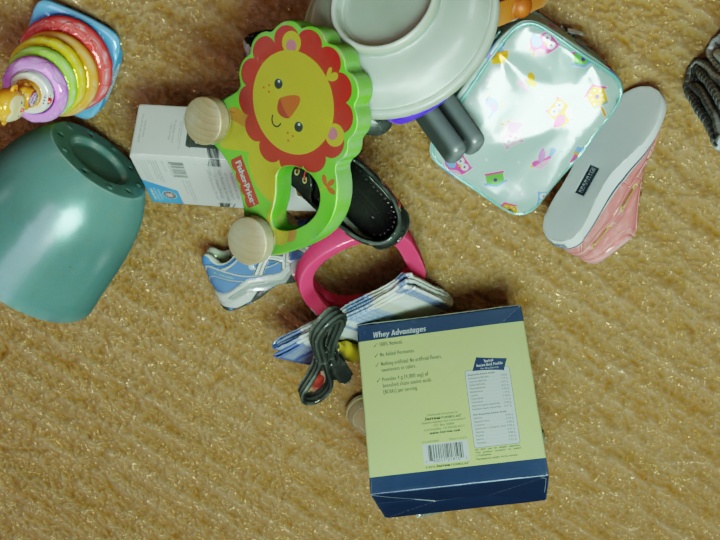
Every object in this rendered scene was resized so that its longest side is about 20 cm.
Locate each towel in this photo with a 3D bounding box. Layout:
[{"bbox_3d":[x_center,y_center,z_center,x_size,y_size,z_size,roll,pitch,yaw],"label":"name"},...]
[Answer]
[{"bbox_3d":[0.419,-0.148,0.975,0.165,0.200,0.086,32,117,-9],"label":"towel"},{"bbox_3d":[0.005,0.064,1.175,0.199,0.147,0.024,-29,67,19],"label":"towel"}]

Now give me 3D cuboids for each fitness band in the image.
[{"bbox_3d":[0.000,0.000,1.121,0.143,0.038,0.200,-24,152,5],"label":"fitness band"}]

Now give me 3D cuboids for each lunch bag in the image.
[{"bbox_3d":[0.174,-0.176,1.054,0.160,0.077,0.200,32,115,-9],"label":"lunch bag"}]

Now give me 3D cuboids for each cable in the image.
[{"bbox_3d":[-0.047,0.096,1.119,0.097,0.050,0.200,-35,153,-8],"label":"cable"}]

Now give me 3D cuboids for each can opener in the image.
[{"bbox_3d":[0.056,-0.196,1.032,0.200,0.052,0.067,54,153,17],"label":"can opener"}]

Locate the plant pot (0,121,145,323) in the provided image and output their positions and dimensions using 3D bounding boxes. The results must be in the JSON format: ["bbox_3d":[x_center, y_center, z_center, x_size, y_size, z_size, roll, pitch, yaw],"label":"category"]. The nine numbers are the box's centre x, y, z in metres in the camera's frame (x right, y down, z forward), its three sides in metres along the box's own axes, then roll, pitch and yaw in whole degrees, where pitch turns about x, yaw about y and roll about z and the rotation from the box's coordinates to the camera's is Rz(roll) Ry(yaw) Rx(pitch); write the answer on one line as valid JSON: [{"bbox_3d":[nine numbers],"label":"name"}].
[{"bbox_3d":[-0.340,-0.069,1.099,0.200,0.201,0.161,39,108,-14],"label":"plant pot"}]

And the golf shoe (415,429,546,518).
[{"bbox_3d":[0.134,0.234,1.230,0.199,0.097,0.078,-29,159,-20],"label":"golf shoe"}]

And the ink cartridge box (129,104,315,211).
[{"bbox_3d":[-0.143,-0.124,1.087,0.199,0.068,0.116,4,158,3],"label":"ink cartridge box"}]

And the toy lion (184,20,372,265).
[{"bbox_3d":[-0.065,-0.126,0.925,0.191,0.069,0.201,-19,91,33],"label":"toy lion"}]

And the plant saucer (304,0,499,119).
[{"bbox_3d":[0.029,-0.243,0.910,0.199,0.201,0.050,-19,157,15],"label":"plant saucer"}]

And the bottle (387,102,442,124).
[{"bbox_3d":[0.024,-0.248,0.978,0.083,0.201,0.065,-28,155,16],"label":"bottle"}]

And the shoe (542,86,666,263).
[{"bbox_3d":[0.286,-0.103,1.089,0.091,0.071,0.201,25,98,-47],"label":"shoe"}]

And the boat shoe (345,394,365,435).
[{"bbox_3d":[0.073,0.222,1.270,0.199,0.065,0.072,22,117,-6],"label":"boat shoe"}]

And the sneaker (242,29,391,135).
[{"bbox_3d":[-0.045,-0.189,1.049,0.200,0.074,0.080,33,133,27],"label":"sneaker"}]

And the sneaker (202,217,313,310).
[{"bbox_3d":[-0.101,-0.026,1.157,0.199,0.076,0.077,-29,108,13],"label":"sneaker"}]

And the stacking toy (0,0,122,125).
[{"bbox_3d":[-0.336,-0.199,1.023,0.109,0.200,0.116,25,116,-7],"label":"stacking toy"}]

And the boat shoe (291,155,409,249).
[{"bbox_3d":[-0.033,-0.100,0.988,0.201,0.063,0.074,42,95,5],"label":"boat shoe"}]

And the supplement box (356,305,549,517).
[{"bbox_3d":[0.107,0.167,1.138,0.199,0.201,0.134,-7,154,5],"label":"supplement box"}]

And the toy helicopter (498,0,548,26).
[{"bbox_3d":[0.155,-0.303,0.973,0.199,0.133,0.079,-26,142,-1],"label":"toy helicopter"}]
